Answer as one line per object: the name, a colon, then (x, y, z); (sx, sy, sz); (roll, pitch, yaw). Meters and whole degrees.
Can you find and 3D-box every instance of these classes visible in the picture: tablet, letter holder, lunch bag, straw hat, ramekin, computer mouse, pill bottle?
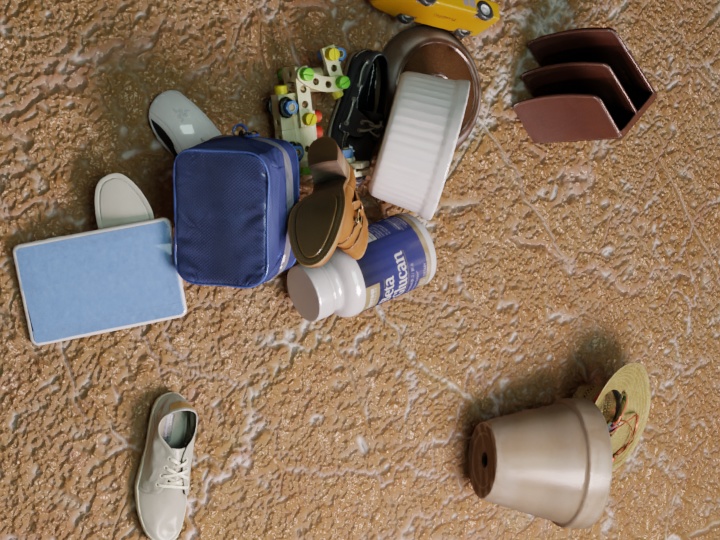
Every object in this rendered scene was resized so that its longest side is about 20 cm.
tablet: (-0.326, 0.013, 1.625); (0.199, 0.014, 0.131); (-11, 101, -11)
letter holder: (0.322, -0.281, 1.965); (0.101, 0.200, 0.142); (-47, 115, -22)
lunch bag: (-0.154, -0.085, 1.647); (0.132, 0.135, 0.201); (-35, 130, -69)
straw hat: (0.386, 0.229, 2.103); (0.200, 0.085, 0.202); (-24, 124, -41)
ramekin: (0.079, -0.179, 1.798); (0.097, 0.200, 0.202); (15, 83, -1)
computer mouse: (-0.206, -0.151, 1.718); (0.110, 0.044, 0.200); (-46, 115, -21)
pill bottle: (0.000, 0.000, 1.821); (0.199, 0.111, 0.112); (-23, 105, -30)

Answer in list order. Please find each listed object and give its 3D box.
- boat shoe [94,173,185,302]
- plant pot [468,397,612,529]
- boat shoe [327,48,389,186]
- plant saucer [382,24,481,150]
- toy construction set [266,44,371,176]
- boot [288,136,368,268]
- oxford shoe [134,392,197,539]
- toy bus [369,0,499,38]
boat shoe: (-0.281, -0.035, 1.667); (0.074, 0.060, 0.201); (-26, 105, 3)
plant pot: (0.266, 0.292, 1.982); (0.172, 0.200, 0.202); (5, 90, -17)
boat shoe: (0.002, -0.217, 1.840); (0.072, 0.063, 0.202); (9, 87, -33)
plant saucer: (0.108, -0.266, 1.928); (0.199, 0.032, 0.202); (-2, 94, -34)
toy construction set: (-0.059, -0.209, 1.790); (0.130, 0.092, 0.201); (-14, 90, -32)
boot: (-0.031, -0.056, 1.694); (0.155, 0.073, 0.201); (64, 29, -52)
oxford shoe: (-0.252, 0.263, 1.702); (0.075, 0.058, 0.202); (6, 91, -36)
toy bus: (0.108, -0.402, 1.891); (0.199, 0.065, 0.079); (6, 68, -33)
